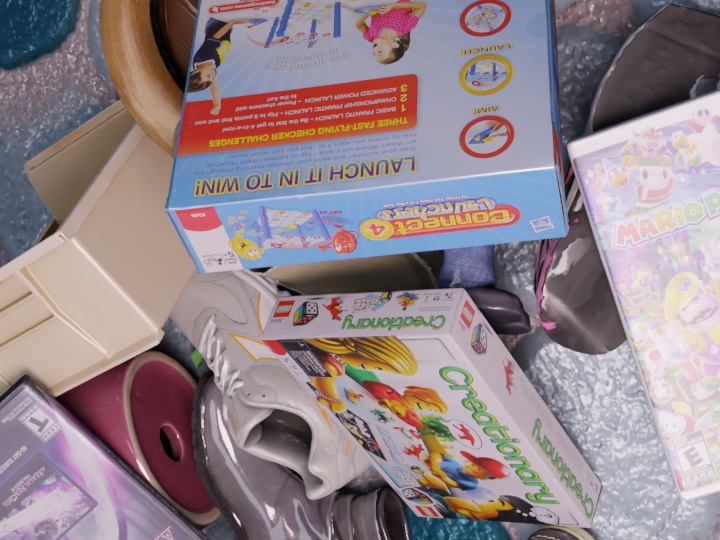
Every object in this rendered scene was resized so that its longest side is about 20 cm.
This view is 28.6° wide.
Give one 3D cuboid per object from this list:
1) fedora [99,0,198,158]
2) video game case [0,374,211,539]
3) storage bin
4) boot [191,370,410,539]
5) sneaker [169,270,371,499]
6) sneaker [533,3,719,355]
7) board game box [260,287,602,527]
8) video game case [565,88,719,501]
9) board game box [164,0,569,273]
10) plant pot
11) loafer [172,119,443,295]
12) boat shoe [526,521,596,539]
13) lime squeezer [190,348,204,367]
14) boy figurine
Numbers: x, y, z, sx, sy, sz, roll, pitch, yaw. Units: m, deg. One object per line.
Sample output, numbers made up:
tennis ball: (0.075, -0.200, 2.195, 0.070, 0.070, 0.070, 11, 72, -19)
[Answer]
fedora: (-0.066, -0.150, 0.898, 0.199, 0.082, 0.202, 0, 89, 3)
video game case: (-0.194, 0.180, 0.912, 0.143, 0.019, 0.200, -41, 109, 8)
storage bin: (-0.188, -0.016, 0.941, 0.198, 0.200, 0.094, -26, 116, 34)
boot: (-0.031, 0.155, 0.955, 0.131, 0.070, 0.201, -11, 102, 32)
sneaker: (-0.068, 0.066, 0.914, 0.200, 0.092, 0.076, 36, 136, 18)
sneaker: (0.142, -0.057, 0.789, 0.080, 0.086, 0.201, 28, 93, -10)
board game box: (0.046, 0.084, 0.824, 0.126, 0.200, 0.035, -4, 50, 35)
video game case: (0.205, 0.006, 0.734, 0.142, 0.018, 0.201, -18, 96, 8)
board game box: (0.008, -0.102, 0.759, 0.199, 0.056, 0.197, -5, 53, 12)
plant pot: (-0.200, 0.148, 1.001, 0.178, 0.200, 0.201, -24, 83, 18)
loafer: (-0.033, -0.019, 0.838, 0.199, 0.068, 0.076, 33, 124, -9)
boat shoe: (0.114, 0.255, 0.861, 0.073, 0.065, 0.201, 6, 100, 35)
lime squeezer: (-0.058, 0.007, 0.960, 0.199, 0.038, 0.071, -22, 82, 33)
boy figurine: (0.071, -0.064, 0.822, 0.064, 0.124, 0.201, 1, 73, 14)
